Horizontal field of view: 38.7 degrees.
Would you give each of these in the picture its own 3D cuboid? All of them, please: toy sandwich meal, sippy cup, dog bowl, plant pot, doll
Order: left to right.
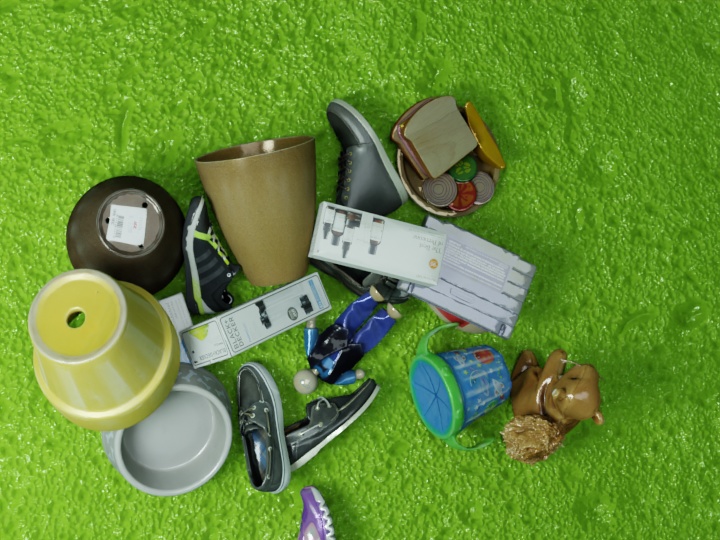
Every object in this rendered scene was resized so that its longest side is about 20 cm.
[{"bbox_3d":[-0.355,0.093,1.373,0.196,0.190,0.205,-1,67,2],"label":"plant pot"},{"bbox_3d":[-0.333,-0.056,1.472,0.183,0.200,0.191,1,86,-14],"label":"plant pot"},{"bbox_3d":[-0.277,0.238,1.501,0.196,0.059,0.204,-8,111,-20],"label":"dog bowl"},{"bbox_3d":[-0.140,-0.086,1.547,0.183,0.186,0.204,-14,103,-15],"label":"plant pot"},{"bbox_3d":[-0.032,0.113,1.603,0.136,0.048,0.200,44,91,-12],"label":"doll"},{"bbox_3d":[0.147,-0.189,1.671,0.201,0.070,0.210,1,86,-14],"label":"toy sandwich meal"},{"bbox_3d":[0.164,0.182,1.625,0.128,0.139,0.181,-16,121,-25],"label":"sippy cup"}]

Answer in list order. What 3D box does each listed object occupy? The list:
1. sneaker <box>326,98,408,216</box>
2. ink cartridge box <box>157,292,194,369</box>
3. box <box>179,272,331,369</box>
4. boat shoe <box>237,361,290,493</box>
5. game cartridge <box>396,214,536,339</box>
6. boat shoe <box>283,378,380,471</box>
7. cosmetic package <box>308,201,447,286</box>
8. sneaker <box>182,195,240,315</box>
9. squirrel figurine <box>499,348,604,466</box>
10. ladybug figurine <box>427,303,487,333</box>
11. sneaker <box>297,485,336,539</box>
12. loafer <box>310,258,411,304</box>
[{"bbox_3d":[-0.016,-0.166,1.624,0.106,0.075,0.202,-35,96,-16],"label":"sneaker"},{"bbox_3d":[-0.342,0.122,1.525,0.197,0.068,0.118,-21,91,-14],"label":"ink cartridge box"},{"bbox_3d":[-0.153,0.073,1.515,0.198,0.116,0.061,-25,93,-39],"label":"box"},{"bbox_3d":[-0.153,0.234,1.540,0.056,0.068,0.204,11,59,-56],"label":"boat shoe"},{"bbox_3d":[0.168,0.009,1.607,0.197,0.038,0.132,25,78,-9],"label":"game cartridge"},{"bbox_3d":[-0.055,0.227,1.588,0.199,0.072,0.068,-37,92,-9],"label":"boat shoe"},{"bbox_3d":[0.027,-0.038,1.539,0.196,0.051,0.084,13,86,-12],"label":"cosmetic package"},{"bbox_3d":[-0.220,-0.021,1.534,0.081,0.072,0.203,2,123,-1],"label":"sneaker"},{"bbox_3d":[0.310,0.226,1.623,0.141,0.186,0.202,35,79,-9],"label":"squirrel figurine"},{"bbox_3d":[0.166,0.014,1.660,0.200,0.072,0.136,45,77,-7],"label":"ladybug figurine"},{"bbox_3d":[-0.077,0.435,1.569,0.087,0.080,0.204,-9,89,-7],"label":"sneaker"},{"bbox_3d":[0.000,0.000,1.623,0.197,0.063,0.073,24,81,-11],"label":"loafer"}]
